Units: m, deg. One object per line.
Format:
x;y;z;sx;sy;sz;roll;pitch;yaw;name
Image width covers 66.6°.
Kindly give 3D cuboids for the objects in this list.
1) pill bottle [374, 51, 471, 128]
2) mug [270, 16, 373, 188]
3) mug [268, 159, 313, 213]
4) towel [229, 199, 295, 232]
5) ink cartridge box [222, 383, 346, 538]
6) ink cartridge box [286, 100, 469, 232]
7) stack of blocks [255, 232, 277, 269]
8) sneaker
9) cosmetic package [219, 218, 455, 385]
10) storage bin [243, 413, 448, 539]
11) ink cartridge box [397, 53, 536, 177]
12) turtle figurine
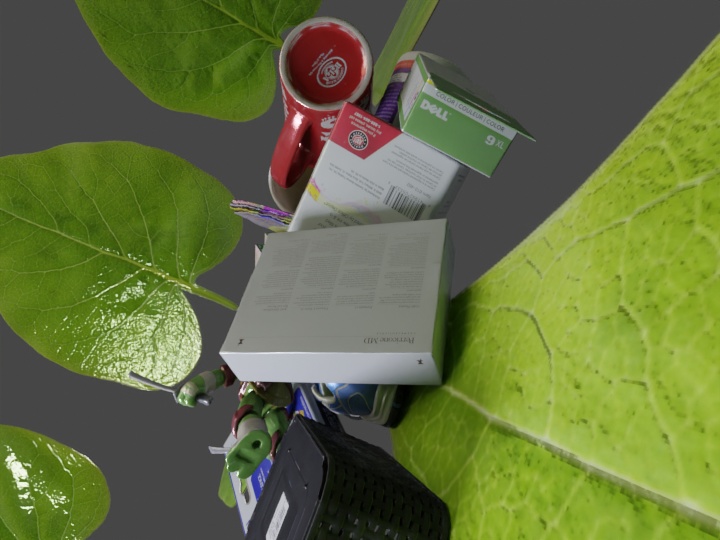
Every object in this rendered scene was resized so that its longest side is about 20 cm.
0.062;-0.167;0.721;0.204;0.109;0.111;-66;11;-2;pill bottle
-0.043;-0.198;0.698;0.200;0.130;0.182;121;157;-84;mug
-0.037;-0.118;0.870;0.153;0.182;0.153;62;-139;-71;mug
-0.088;-0.057;0.790;0.198;0.142;0.023;19;85;44;towel
-0.104;0.226;0.711;0.203;0.046;0.198;-62;35;18;ink cartridge box
0.010;-0.059;0.615;0.203;0.144;0.083;-63;-14;15;ink cartridge box
-0.109;-0.011;0.868;0.200;0.112;0.060;-137;49;-65;stack of blocks
-0.013;0.116;0.587;0.200;0.076;0.077;140;151;-70;sneaker
-0.015;0.028;0.515;0.052;0.195;0.153;68;-152;-42;cosmetic package
-0.026;0.206;0.425;0.138;0.092;0.200;-68;10;-9;storage bin
0.096;-0.155;0.553;0.060;0.102;0.201;-60;13;26;ink cartridge box
-0.136;0.178;0.608;0.194;0.196;0.147;-139;35;-61;turtle figurine
